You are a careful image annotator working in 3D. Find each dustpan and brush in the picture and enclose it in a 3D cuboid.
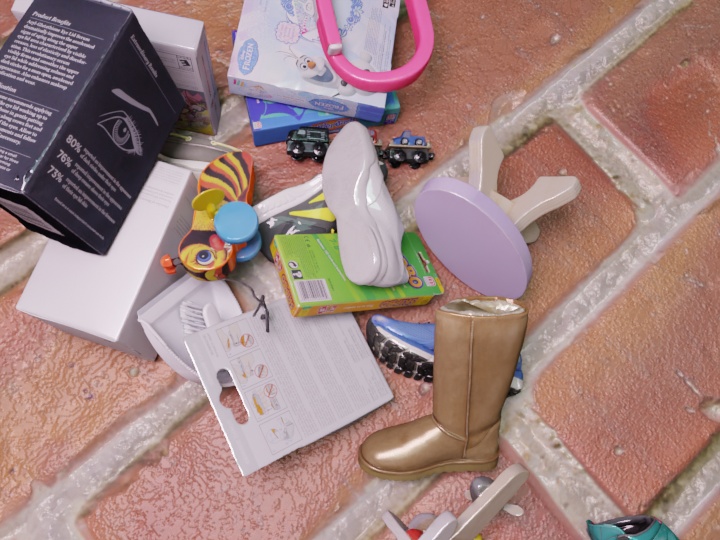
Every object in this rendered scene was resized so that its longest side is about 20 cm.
[{"bbox_3d":[-0.155,0.102,0.721,0.057,0.140,0.201,-12,109,24],"label":"dustpan and brush"}]

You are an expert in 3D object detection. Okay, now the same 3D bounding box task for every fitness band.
[{"bbox_3d":[0.016,-0.321,0.793,0.142,0.037,0.202,-9,77,-12],"label":"fitness band"}]

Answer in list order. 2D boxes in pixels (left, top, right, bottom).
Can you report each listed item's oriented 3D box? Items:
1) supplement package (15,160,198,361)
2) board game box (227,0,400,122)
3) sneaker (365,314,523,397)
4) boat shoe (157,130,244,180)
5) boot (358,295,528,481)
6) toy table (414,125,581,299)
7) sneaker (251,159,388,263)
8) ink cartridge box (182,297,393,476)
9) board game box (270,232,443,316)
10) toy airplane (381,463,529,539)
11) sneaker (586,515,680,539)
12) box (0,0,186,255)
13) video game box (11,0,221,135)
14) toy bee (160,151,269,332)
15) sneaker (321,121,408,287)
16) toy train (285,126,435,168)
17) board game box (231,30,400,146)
[{"bbox_3d":[-0.267,-0.017,0.717,0.119,0.121,0.201,17,73,6],"label":"supplement package"},{"bbox_3d":[-0.055,-0.307,0.819,0.197,0.043,0.202,10,73,-6],"label":"board game box"},{"bbox_3d":[0.102,0.088,0.765,0.199,0.079,0.090,18,62,-7],"label":"sneaker"},{"bbox_3d":[-0.234,-0.139,0.789,0.200,0.072,0.061,15,52,6],"label":"boat shoe"},{"bbox_3d":[0.085,0.127,0.690,0.174,0.066,0.202,-3,116,-10],"label":"boot"},{"bbox_3d":[0.158,-0.068,0.762,0.183,0.200,0.118,15,61,34],"label":"toy table"},{"bbox_3d":[-0.049,-0.075,0.797,0.199,0.074,0.085,-26,95,-11],"label":"sneaker"},{"bbox_3d":[-0.080,0.117,0.712,0.199,0.050,0.163,-21,77,-30],"label":"ink cartridge box"},{"bbox_3d":[0.000,0.000,0.746,0.199,0.030,0.096,-5,58,-29],"label":"board game box"},{"bbox_3d":[0.081,0.302,0.660,0.198,0.141,0.201,-3,106,-21],"label":"toy airplane"},{"bbox_3d":[0.280,0.341,0.697,0.199,0.084,0.121,-31,84,-21],"label":"sneaker"},{"bbox_3d":[-0.278,-0.141,0.618,0.104,0.148,0.201,19,72,12],"label":"box"},{"bbox_3d":[-0.275,-0.242,0.754,0.198,0.182,0.047,12,69,-3],"label":"video game box"},{"bbox_3d":[-0.161,-0.037,0.682,0.108,0.131,0.201,-5,48,-8],"label":"toy bee"},{"bbox_3d":[0.013,-0.074,0.739,0.088,0.075,0.202,10,65,-43],"label":"sneaker"},{"bbox_3d":[0.001,-0.164,0.829,0.198,0.034,0.046,2,78,-12],"label":"toy train"},{"bbox_3d":[-0.061,-0.260,0.852,0.198,0.045,0.153,-12,76,-11],"label":"board game box"}]
